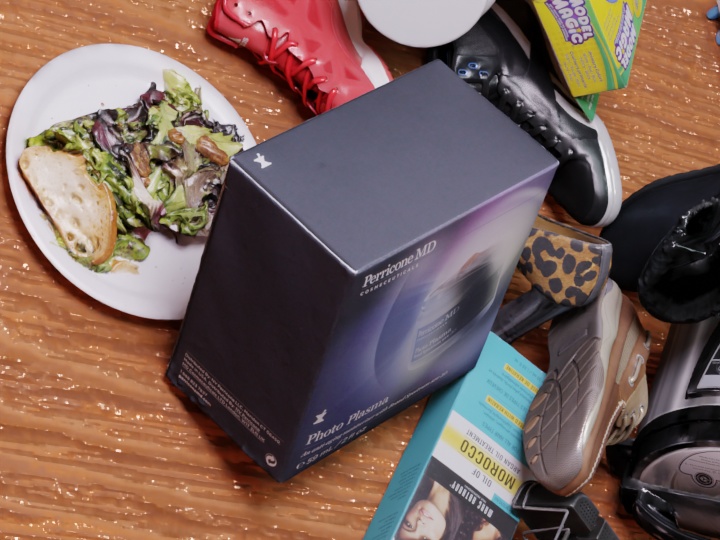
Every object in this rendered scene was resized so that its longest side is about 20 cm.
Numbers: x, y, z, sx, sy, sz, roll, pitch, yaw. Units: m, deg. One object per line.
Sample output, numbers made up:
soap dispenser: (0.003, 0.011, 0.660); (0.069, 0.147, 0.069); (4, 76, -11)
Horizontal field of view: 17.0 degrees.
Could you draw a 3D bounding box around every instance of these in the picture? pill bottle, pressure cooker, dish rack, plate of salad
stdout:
pill bottle: (0.053, -0.235, 1.727); (0.113, 0.113, 0.200); (41, 22, -11)
pressure cooker: (0.287, 0.125, 1.725); (0.178, 0.176, 0.200); (37, 53, -19)
dish rack: (0.132, 0.257, 1.604); (0.154, 0.054, 0.200); (52, 49, -30)
plate of salad: (-0.140, -0.064, 1.605); (0.199, 0.048, 0.201); (15, 60, -28)

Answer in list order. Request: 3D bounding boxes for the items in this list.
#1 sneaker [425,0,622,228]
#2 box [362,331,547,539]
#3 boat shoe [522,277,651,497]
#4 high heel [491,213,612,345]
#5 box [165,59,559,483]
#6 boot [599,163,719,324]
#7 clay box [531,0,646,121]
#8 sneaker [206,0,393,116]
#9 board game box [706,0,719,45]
sneaker: (0.109, -0.113, 1.790); (0.112, 0.073, 0.201); (-9, 66, -34)
box: (0.071, 0.143, 1.649); (0.082, 0.049, 0.200); (38, 52, -14)
boat shoe: (0.166, 0.084, 1.659); (0.072, 0.076, 0.200); (40, 40, -16)
high heel: (0.105, -0.058, 1.707); (0.071, 0.142, 0.201); (-17, 79, -38)
box: (0.000, 0.000, 1.553); (0.123, 0.199, 0.200); (41, 46, 23)
boot: (0.226, -0.014, 1.712); (0.077, 0.200, 0.168); (59, 35, -8)
clay box: (0.159, -0.218, 1.742); (0.200, 0.047, 0.115); (61, 32, -35)
sneaker: (-0.048, -0.141, 1.700); (0.115, 0.078, 0.201); (-3, 58, -26)
board game box: (0.388, -0.129, 2.012); (0.199, 0.026, 0.201); (3, 67, -34)
